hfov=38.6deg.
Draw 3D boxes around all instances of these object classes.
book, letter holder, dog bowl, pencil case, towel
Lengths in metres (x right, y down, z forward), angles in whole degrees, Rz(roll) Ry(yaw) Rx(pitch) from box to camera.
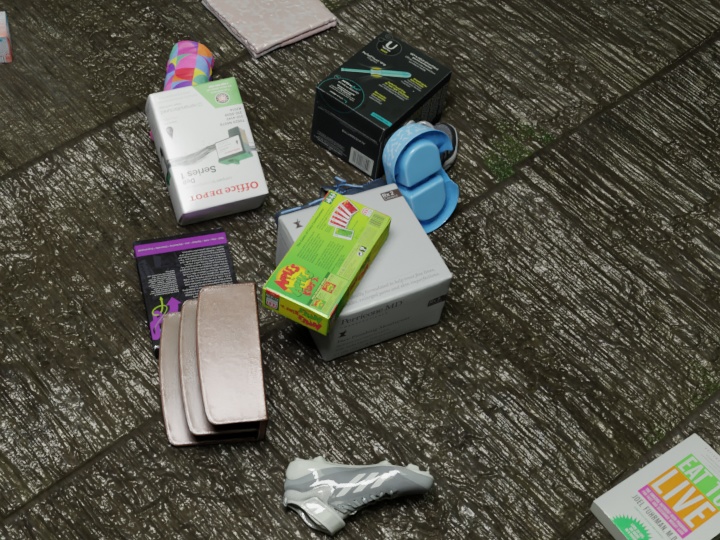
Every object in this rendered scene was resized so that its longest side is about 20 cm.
[{"bbox_3d":[0.439,0.328,1.432,0.200,0.048,0.134,-27,58,-23],"label":"book"},{"bbox_3d":[-0.209,0.131,1.423,0.142,0.101,0.200,-3,66,-10],"label":"letter holder"},{"bbox_3d":[0.093,-0.149,1.642,0.111,0.200,0.050,-31,48,-16],"label":"dog bowl"},{"bbox_3d":[-0.303,-0.303,1.764,0.088,0.088,0.200,7,52,-3],"label":"pencil case"},{"bbox_3d":[-0.176,-0.497,1.955,0.191,0.032,0.200,-30,62,-25],"label":"towel"}]

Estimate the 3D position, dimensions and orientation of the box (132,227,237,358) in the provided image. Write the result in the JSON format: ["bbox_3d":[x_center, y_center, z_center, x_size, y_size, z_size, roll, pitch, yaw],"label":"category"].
[{"bbox_3d":[-0.257,0.031,1.554,0.143,0.036,0.200,-9,55,-14],"label":"box"}]

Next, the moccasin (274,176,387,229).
[{"bbox_3d":[-0.045,-0.111,1.657,0.200,0.080,0.068,-26,73,-25],"label":"moccasin"}]

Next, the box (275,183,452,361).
[{"bbox_3d":[0.000,0.000,1.553,0.199,0.131,0.200,-18,58,-19],"label":"box"}]

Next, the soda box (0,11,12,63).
[{"bbox_3d":[-0.713,-0.400,1.788,0.200,0.064,0.068,-7,55,-14],"label":"soda box"}]

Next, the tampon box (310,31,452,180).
[{"bbox_3d":[0.034,-0.286,1.770,0.150,0.126,0.200,35,56,16],"label":"tampon box"}]

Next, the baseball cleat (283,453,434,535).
[{"bbox_3d":[-0.003,0.305,1.377,0.200,0.070,0.106,3,60,6],"label":"baseball cleat"}]

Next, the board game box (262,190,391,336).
[{"bbox_3d":[-0.045,-0.014,1.447,0.102,0.048,0.200,24,55,11],"label":"board game box"}]

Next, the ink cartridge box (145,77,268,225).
[{"bbox_3d":[-0.244,-0.188,1.636,0.146,0.084,0.200,-16,85,-18],"label":"ink cartridge box"}]

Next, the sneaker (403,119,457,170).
[{"bbox_3d":[0.116,-0.214,1.730,0.075,0.114,0.200,24,49,15],"label":"sneaker"}]
